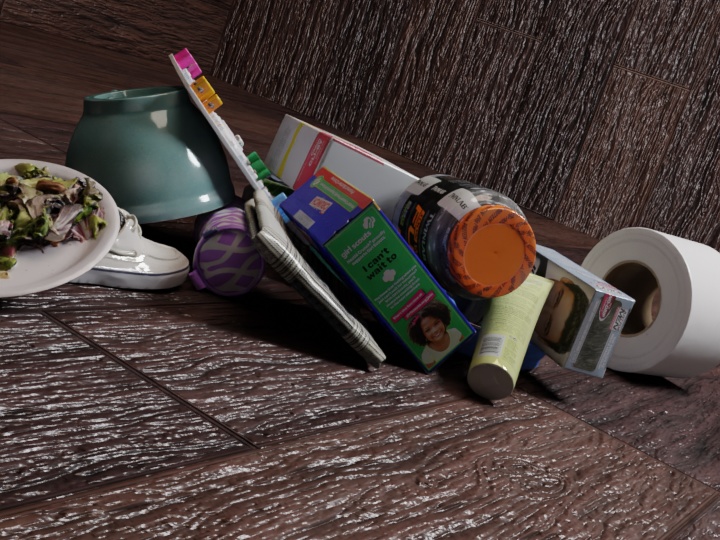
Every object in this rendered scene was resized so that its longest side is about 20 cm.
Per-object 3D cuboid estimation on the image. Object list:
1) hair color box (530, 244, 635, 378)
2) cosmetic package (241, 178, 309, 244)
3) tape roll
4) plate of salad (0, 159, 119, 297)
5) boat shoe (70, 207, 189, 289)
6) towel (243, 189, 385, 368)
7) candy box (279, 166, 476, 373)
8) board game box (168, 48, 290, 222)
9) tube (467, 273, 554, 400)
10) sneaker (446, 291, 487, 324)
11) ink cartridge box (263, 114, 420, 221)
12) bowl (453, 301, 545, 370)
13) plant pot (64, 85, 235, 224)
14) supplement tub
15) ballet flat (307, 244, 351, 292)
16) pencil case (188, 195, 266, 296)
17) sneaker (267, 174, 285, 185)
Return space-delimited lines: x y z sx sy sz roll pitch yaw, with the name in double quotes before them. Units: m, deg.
"hair color box" 0.238 0.042 1.270 0.060 0.100 0.200 15 12 -23
"cosmetic package" -0.064 -0.048 1.405 0.198 0.086 0.108 18 13 0
"tape roll" 0.421 0.049 1.495 0.138 0.205 0.202 10 15 -41
"plate of salad" -0.311 -0.049 0.912 0.198 0.048 0.201 5 38 -4
"boat shoe" -0.245 -0.027 1.036 0.199 0.070 0.071 7 17 -47
"towel" -0.050 0.003 1.116 0.193 0.035 0.200 47 3 -17
"candy box" 0.016 -0.005 1.149 0.200 0.077 0.169 48 -2 -27
"board game box" -0.153 -0.161 1.251 0.201 0.026 0.200 56 -1 -27
"tube" 0.165 0.060 1.164 0.058 0.052 0.201 50 37 -20
"sneaker" 0.154 0.026 1.309 0.070 0.073 0.200 27 19 -9
"ink cartridge box" -0.027 -0.124 1.349 0.144 0.084 0.200 22 7 -25
"bowl" 0.142 0.070 1.328 0.199 0.040 0.201 20 11 -4
"plant pot" -0.251 -0.140 1.210 0.198 0.136 0.200 -5 16 2
"supplement tub" 0.116 -0.038 1.190 0.121 0.124 0.200 16 6 -17
"ballet flat" 0.000 0.000 1.316 0.198 0.069 0.067 -2 -14 -8
"pencil case" -0.153 -0.029 1.197 0.084 0.085 0.200 55 3 -15
"sneaker" -0.077 -0.092 1.607 0.200 0.078 0.146 16 15 -15
